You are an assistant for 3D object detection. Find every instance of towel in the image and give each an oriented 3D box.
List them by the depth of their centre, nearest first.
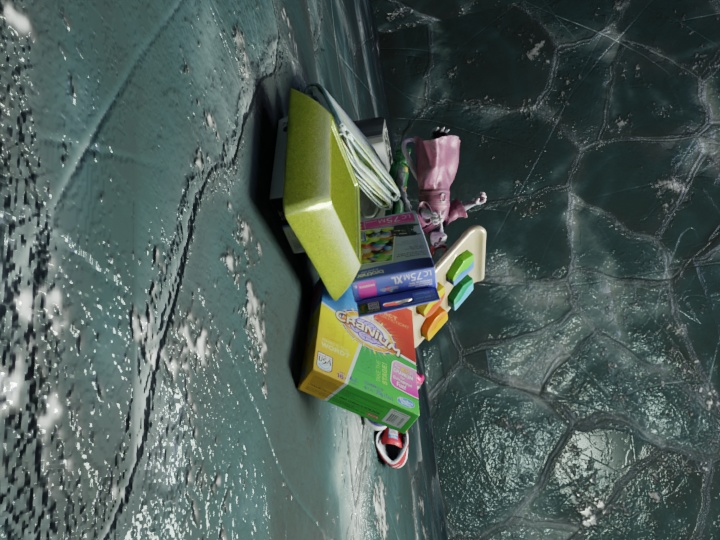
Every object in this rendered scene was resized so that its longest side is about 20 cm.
[{"bbox_3d":[-0.018,-0.202,0.936,0.171,0.048,0.201,45,15,-38],"label":"towel"}]

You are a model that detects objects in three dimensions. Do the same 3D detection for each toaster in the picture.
[{"bbox_3d":[0.008,-0.205,1.191,0.201,0.116,0.184,-80,158,-64],"label":"toaster"}]

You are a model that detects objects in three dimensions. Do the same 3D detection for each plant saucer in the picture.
[{"bbox_3d":[-0.039,-0.097,0.746,0.201,0.047,0.203,64,21,-54],"label":"plant saucer"}]

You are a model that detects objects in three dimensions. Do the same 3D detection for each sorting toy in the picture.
[{"bbox_3d":[0.139,0.039,0.974,0.036,0.199,0.186,42,-13,27],"label":"sorting toy"}]

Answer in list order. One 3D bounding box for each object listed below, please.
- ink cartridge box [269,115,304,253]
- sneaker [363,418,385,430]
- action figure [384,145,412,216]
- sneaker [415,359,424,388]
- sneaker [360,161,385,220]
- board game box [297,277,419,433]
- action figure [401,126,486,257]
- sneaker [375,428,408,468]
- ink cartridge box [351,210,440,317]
[{"bbox_3d":[-0.083,-0.132,0.783,0.100,0.038,0.203,70,15,-47],"label":"ink cartridge box"},{"bbox_3d":[0.056,0.179,1.076,0.202,0.079,0.148,-80,-172,-51],"label":"sneaker"},{"bbox_3d":[0.064,-0.118,1.029,0.118,0.053,0.204,-83,179,-76],"label":"action figure"},{"bbox_3d":[0.076,0.173,1.232,0.080,0.075,0.202,15,42,-46],"label":"sneaker"},{"bbox_3d":[0.006,-0.125,1.034,0.081,0.075,0.203,95,1,-48],"label":"sneaker"},{"bbox_3d":[0.002,0.100,0.773,0.041,0.151,0.202,-54,-161,31],"label":"board game box"},{"bbox_3d":[0.113,-0.124,0.942,0.132,0.147,0.205,-3,97,-43],"label":"action figure"},{"bbox_3d":[0.066,0.304,1.202,0.113,0.070,0.204,64,21,-72],"label":"sneaker"},{"bbox_3d":[0.041,-0.016,0.835,0.202,0.117,0.043,-98,177,-55],"label":"ink cartridge box"}]
